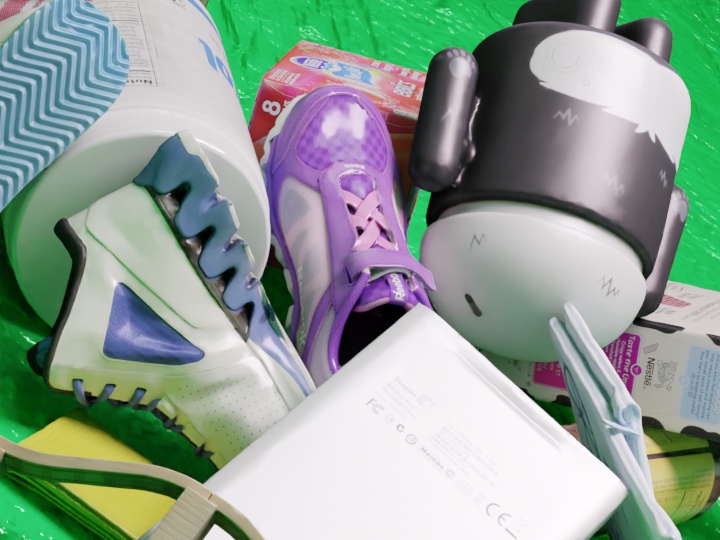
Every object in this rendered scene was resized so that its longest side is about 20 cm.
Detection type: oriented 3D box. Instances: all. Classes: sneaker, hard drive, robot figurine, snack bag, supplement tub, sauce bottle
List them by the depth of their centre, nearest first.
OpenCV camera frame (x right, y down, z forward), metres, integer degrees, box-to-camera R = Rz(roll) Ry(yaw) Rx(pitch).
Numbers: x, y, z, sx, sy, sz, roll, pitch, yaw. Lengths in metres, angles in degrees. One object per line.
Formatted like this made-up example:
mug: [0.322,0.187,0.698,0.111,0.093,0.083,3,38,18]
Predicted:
hard drive: [0.008,0.114,1.190,0.132,0.025,0.200,42,54,12]
sneaker: [-0.196,-0.047,1.239,0.077,0.200,0.081,57,-23,-10]
sneaker: [-0.089,0.047,1.260,0.081,0.115,0.199,-148,-147,-82]
snack bag: [0.143,0.138,1.309,0.200,0.021,0.189,-112,-176,-59]
sneaker: [0.000,0.000,1.342,0.080,0.088,0.200,4,74,-23]
supplement tub: [-0.122,-0.062,1.382,0.132,0.132,0.200,24,24,-25]
robot figurine: [0.101,-0.050,1.419,0.150,0.200,0.125,14,-22,4]
sauce bottle: [0.125,0.111,1.457,0.065,0.065,0.200,46,23,28]

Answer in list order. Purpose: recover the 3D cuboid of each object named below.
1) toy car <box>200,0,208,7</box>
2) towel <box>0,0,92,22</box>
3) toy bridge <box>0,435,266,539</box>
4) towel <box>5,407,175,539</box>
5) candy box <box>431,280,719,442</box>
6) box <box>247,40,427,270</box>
toy car: [-0.176,-0.186,1.565,0.164,0.158,0.200,22,33,2]
towel: [-0.226,-0.093,1.275,0.030,0.146,0.200,54,27,13]
toy bridge: [-0.083,0.119,1.122,0.200,0.067,0.027,33,-22,9]
towel: [-0.065,0.133,1.209,0.200,0.018,0.086,36,16,7]
candy box: [0.144,0.040,1.528,0.200,0.061,0.136,12,12,22]
box: [-0.013,-0.061,1.507,0.095,0.100,0.200,16,12,2]
